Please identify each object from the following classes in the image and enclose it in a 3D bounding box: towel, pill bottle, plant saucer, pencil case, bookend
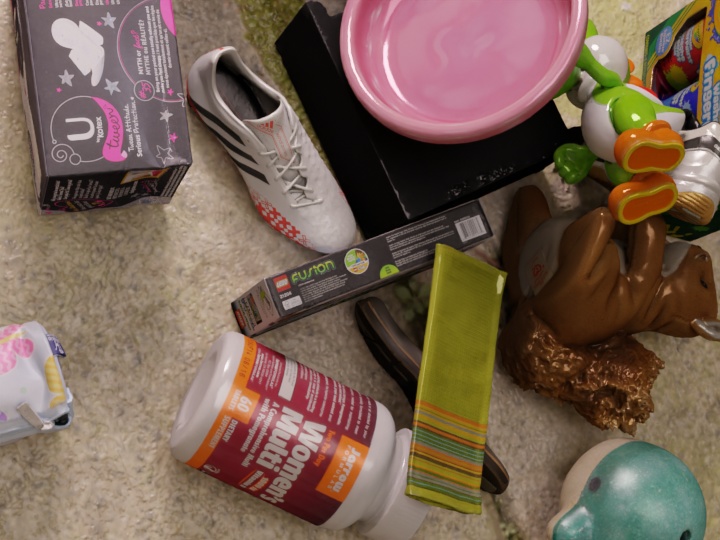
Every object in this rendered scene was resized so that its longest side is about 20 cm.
[{"bbox_3d":[0.077,0.086,1.082,0.086,0.018,0.202,23,69,-45],"label":"towel"},{"bbox_3d":[-0.041,0.137,1.085,0.199,0.109,0.110,27,71,-13],"label":"pill bottle"},{"bbox_3d":[0.084,-0.188,1.087,0.199,0.051,0.202,-7,68,17],"label":"plant saucer"},{"bbox_3d":[-0.311,0.107,1.005,0.199,0.083,0.091,-18,63,-22],"label":"pencil case"},{"bbox_3d":[0.061,-0.155,1.193,0.198,0.092,0.201,-25,87,-25],"label":"bookend"}]

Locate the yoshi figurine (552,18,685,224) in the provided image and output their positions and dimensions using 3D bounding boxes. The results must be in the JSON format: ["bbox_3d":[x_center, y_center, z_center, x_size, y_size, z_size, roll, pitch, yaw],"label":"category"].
[{"bbox_3d":[0.182,-0.134,1.122,0.112,0.112,0.201,29,29,-40],"label":"yoshi figurine"}]

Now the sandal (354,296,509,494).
[{"bbox_3d":[0.068,0.099,1.153,0.054,0.082,0.201,-35,85,-17],"label":"sandal"}]

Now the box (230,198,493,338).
[{"bbox_3d":[0.000,0.000,1.129,0.199,0.110,0.035,-21,86,-23],"label":"box"}]

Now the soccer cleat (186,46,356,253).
[{"bbox_3d":[-0.070,-0.098,1.136,0.068,0.085,0.201,-38,93,-23],"label":"soccer cleat"}]

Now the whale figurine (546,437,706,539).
[{"bbox_3d":[0.222,0.244,1.157,0.159,0.103,0.201,31,79,-38],"label":"whale figurine"}]

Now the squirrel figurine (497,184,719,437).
[{"bbox_3d":[0.224,0.039,1.209,0.185,0.141,0.202,16,88,-27],"label":"squirrel figurine"}]

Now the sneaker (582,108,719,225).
[{"bbox_3d":[0.260,-0.099,1.197,0.075,0.200,0.088,27,91,-27],"label":"sneaker"}]

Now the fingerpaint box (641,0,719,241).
[{"bbox_3d":[0.322,-0.146,1.247,0.073,0.167,0.202,12,76,-17],"label":"fingerpaint box"}]

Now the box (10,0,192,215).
[{"bbox_3d":[-0.208,-0.157,1.072,0.114,0.132,0.202,-5,81,-17],"label":"box"}]
